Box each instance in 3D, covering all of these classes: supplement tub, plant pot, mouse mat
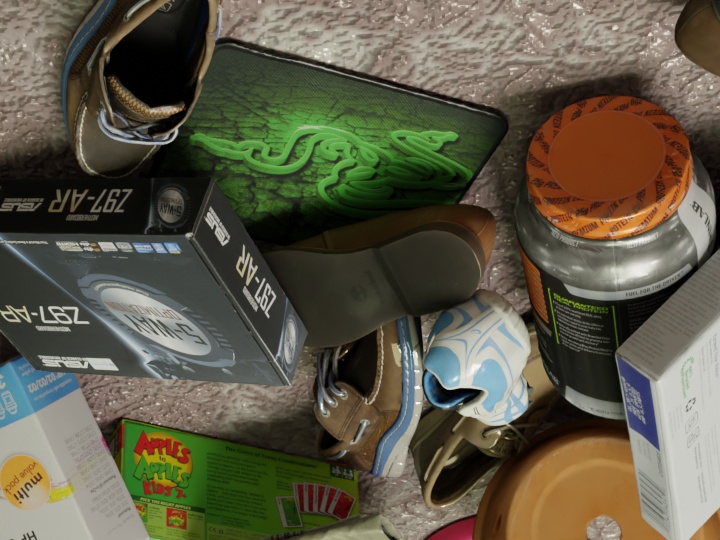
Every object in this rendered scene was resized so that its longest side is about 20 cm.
[{"bbox_3d":[0.162,-0.006,0.988,0.121,0.123,0.201,-10,141,6],"label":"supplement tub"},{"bbox_3d":[0.175,0.197,1.147,0.198,0.202,0.140,-9,162,5],"label":"plant pot"},{"bbox_3d":[-0.025,-0.065,0.990,0.198,0.008,0.161,11,138,-20],"label":"mouse mat"}]

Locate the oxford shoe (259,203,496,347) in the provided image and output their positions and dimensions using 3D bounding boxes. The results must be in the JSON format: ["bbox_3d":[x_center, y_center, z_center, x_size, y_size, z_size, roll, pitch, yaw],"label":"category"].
[{"bbox_3d":[0.000,0.000,1.020,0.199,0.071,0.072,-10,114,29],"label":"oxford shoe"}]

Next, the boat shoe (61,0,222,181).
[{"bbox_3d":[-0.124,-0.109,0.872,0.072,0.073,0.201,9,139,-17],"label":"boat shoe"}]

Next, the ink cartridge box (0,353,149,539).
[{"bbox_3d":[-0.230,0.166,1.111,0.114,0.068,0.201,-24,93,23],"label":"ink cartridge box"}]

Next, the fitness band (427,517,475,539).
[{"bbox_3d":[0.140,0.275,1.401,0.143,0.038,0.199,-34,131,32],"label":"fitness band"}]

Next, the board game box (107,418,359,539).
[{"bbox_3d":[-0.098,0.188,1.217,0.199,0.102,0.048,15,137,-22],"label":"board game box"}]

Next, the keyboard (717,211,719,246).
[{"bbox_3d":[0.319,-0.020,1.069,0.199,0.040,0.105,17,113,-23],"label":"keyboard"}]

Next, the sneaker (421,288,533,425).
[{"bbox_3d":[0.071,0.067,1.036,0.072,0.072,0.200,-34,162,-5],"label":"sneaker"}]

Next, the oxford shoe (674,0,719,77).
[{"bbox_3d":[0.267,-0.125,0.908,0.199,0.073,0.084,17,153,-21],"label":"oxford shoe"}]

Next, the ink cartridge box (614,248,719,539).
[{"bbox_3d":[0.246,0.051,0.992,0.200,0.041,0.200,-39,142,-17],"label":"ink cartridge box"}]

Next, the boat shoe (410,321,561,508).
[{"bbox_3d":[0.107,0.109,1.170,0.071,0.065,0.200,16,137,-24],"label":"boat shoe"}]

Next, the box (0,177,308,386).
[{"bbox_3d":[-0.152,0.008,0.989,0.198,0.044,0.161,2,145,24],"label":"box"}]

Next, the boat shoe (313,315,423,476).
[{"bbox_3d":[0.003,0.087,1.116,0.072,0.073,0.201,1,141,-4],"label":"boat shoe"}]

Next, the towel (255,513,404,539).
[{"bbox_3d":[-0.038,0.246,1.196,0.198,0.035,0.193,-14,138,16],"label":"towel"}]
